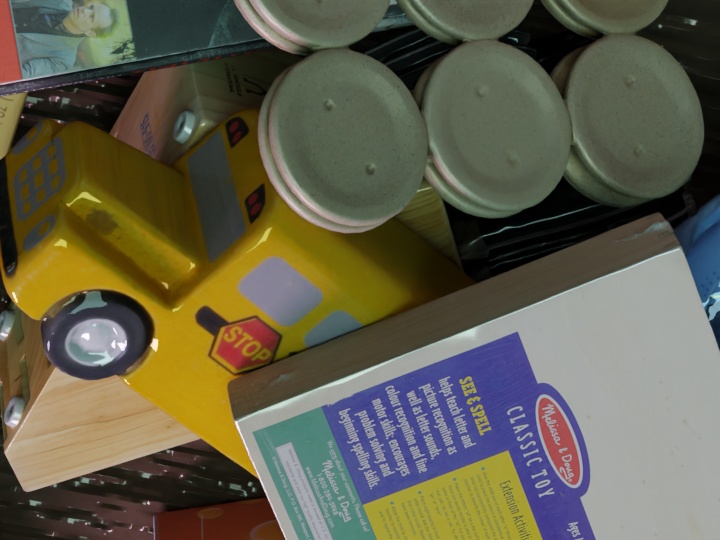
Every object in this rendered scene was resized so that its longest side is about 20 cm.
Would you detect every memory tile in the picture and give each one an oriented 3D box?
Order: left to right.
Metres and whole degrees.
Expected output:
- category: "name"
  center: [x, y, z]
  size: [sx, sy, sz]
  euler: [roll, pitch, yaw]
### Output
- category: "memory tile"
  center: [0.022, -0.112, 0.811]
  size: [0.153, 0.017, 0.200]
  euler: [-7, 82, -33]

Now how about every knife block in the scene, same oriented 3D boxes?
- category: "knife block"
  center: [0.000, 0.000, 0.893]
  size: [0.175, 0.064, 0.200]
  euler: [21, 120, -23]

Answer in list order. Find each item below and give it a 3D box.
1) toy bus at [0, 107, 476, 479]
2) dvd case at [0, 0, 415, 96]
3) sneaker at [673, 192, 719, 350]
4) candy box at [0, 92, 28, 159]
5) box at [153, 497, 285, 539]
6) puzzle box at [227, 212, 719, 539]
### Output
- category: "toy bus"
  center: [-0.014, 0.021, 0.825]
  size: [0.078, 0.065, 0.200]
  euler: [-40, 124, 18]
- category: "dvd case"
  center: [-0.077, -0.128, 0.832]
  size: [0.200, 0.022, 0.146]
  euler: [-11, 86, -3]
- category: "sneaker"
  center: [0.156, 0.008, 0.836]
  size: [0.200, 0.082, 0.074]
  euler: [-22, 156, -12]
- category: "candy box"
  center: [-0.182, 0.010, 0.861]
  size: [0.117, 0.056, 0.200]
  euler: [18, 88, -10]
- category: "box"
  center: [0.038, 0.132, 0.919]
  size: [0.200, 0.124, 0.098]
  euler: [-8, 111, -2]
- category: "puzzle box"
  center: [0.058, 0.093, 0.816]
  size: [0.133, 0.025, 0.200]
  euler: [-21, 116, 2]
